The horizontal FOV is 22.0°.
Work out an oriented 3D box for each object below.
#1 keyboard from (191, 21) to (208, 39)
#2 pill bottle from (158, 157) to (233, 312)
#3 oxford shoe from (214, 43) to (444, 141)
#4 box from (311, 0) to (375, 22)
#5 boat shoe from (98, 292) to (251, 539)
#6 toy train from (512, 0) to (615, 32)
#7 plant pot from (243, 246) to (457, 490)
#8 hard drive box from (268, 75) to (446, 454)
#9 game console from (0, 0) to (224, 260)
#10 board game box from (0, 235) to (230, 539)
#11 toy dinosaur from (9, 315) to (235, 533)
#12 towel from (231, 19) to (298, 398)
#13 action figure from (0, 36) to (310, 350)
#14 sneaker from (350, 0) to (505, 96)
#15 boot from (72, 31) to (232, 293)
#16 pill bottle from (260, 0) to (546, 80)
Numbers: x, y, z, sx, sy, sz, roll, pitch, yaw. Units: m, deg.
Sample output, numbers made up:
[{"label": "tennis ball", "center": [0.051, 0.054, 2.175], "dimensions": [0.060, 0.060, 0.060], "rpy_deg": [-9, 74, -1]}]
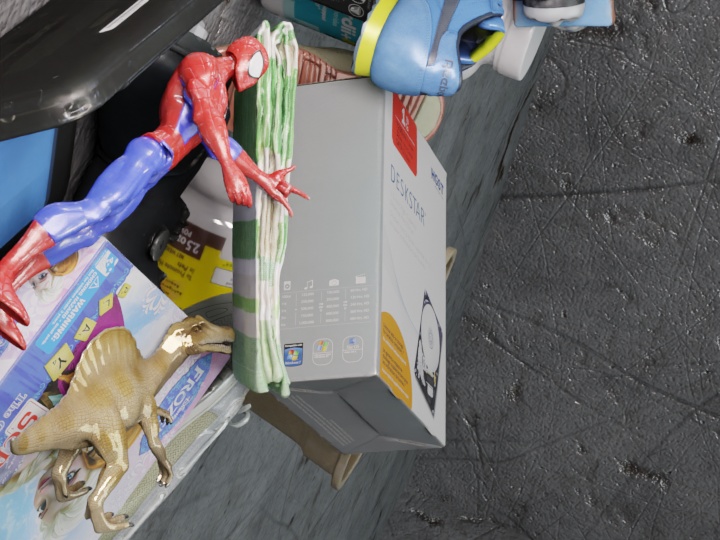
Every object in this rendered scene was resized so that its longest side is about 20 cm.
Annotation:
[{"label": "keyboard", "center": [-0.145, -0.074, 1.183], "dimensions": [0.056, 0.011, 0.201], "rpy_deg": [41, 71, -75]}, {"label": "pill bottle", "center": [-0.120, 0.032, 1.242], "dimensions": [0.201, 0.109, 0.109], "rpy_deg": [-68, 172, 19]}, {"label": "oxford shoe", "center": [-0.040, -0.124, 1.289], "dimensions": [0.199, 0.074, 0.071], "rpy_deg": [8, 110, -34]}, {"label": "box", "center": [0.008, -0.288, 1.193], "dimensions": [0.149, 0.124, 0.201], "rpy_deg": [99, 15, -55]}, {"label": "boat shoe", "center": [-0.124, 0.100, 1.160], "dimensions": [0.202, 0.074, 0.065], "rpy_deg": [-51, 143, -12]}, {"label": "toy train", "center": [0.128, -0.251, 1.201], "dimensions": [0.114, 0.086, 0.202], "rpy_deg": [-40, 130, -63]}, {"label": "plant pot", "center": [-0.052, 0.035, 1.396], "dimensions": [0.201, 0.182, 0.201], "rpy_deg": [-63, 174, -11]}, {"label": "hard drive box", "center": [0.000, 0.000, 1.194], "dimensions": [0.156, 0.076, 0.202], "rpy_deg": [49, 38, -63]}, {"label": "game console", "center": [-0.142, -0.057, 0.891], "dimensions": [0.117, 0.175, 0.200], "rpy_deg": [69, 28, -21]}, {"label": "board game box", "center": [-0.174, 0.088, 1.024], "dimensions": [0.201, 0.041, 0.200], "rpy_deg": [-54, 156, -7]}, {"label": "toy dinosaur", "center": [-0.142, 0.082, 0.983], "dimensions": [0.200, 0.058, 0.102], "rpy_deg": [-31, 130, -56]}, {"label": "towel", "center": [-0.056, -0.034, 1.050], "dimensions": [0.153, 0.023, 0.202], "rpy_deg": [-173, -97, -80]}, {"label": "action figure", "center": [-0.093, -0.031, 0.923], "dimensions": [0.200, 0.099, 0.065], "rpy_deg": [-53, -179, -22]}, {"label": "sneaker", "center": [0.062, -0.166, 1.176], "dimensions": [0.200, 0.078, 0.066], "rpy_deg": [-58, 164, -51]}, {"label": "boot", "center": [-0.136, -0.046, 1.071], "dimensions": [0.200, 0.076, 0.169], "rpy_deg": [85, 26, -77]}, {"label": "pill bottle", "center": [0.035, -0.203, 1.315], "dimensions": [0.111, 0.199, 0.112], "rpy_deg": [22, 90, -81]}]
